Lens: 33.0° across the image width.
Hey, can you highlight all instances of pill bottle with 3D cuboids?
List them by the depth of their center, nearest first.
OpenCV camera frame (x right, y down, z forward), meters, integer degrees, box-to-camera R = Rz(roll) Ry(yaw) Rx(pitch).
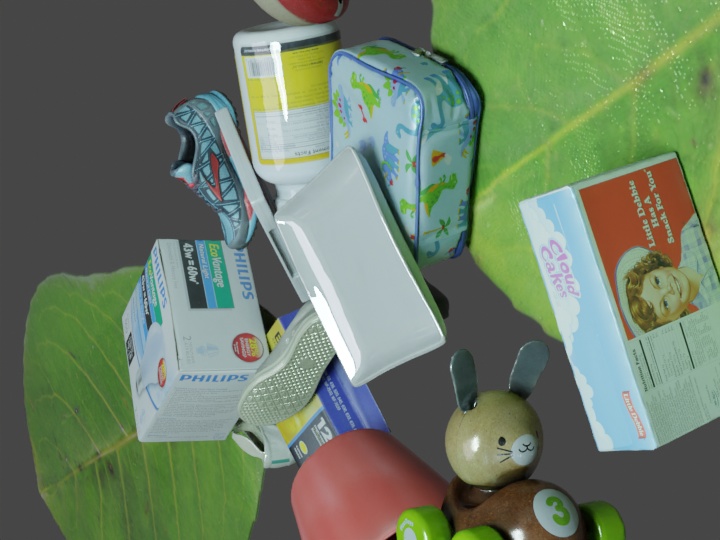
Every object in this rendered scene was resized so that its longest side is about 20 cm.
[{"bbox_3d":[-0.064,-0.157,1.266,0.112,0.112,0.200,17,120,54],"label":"pill bottle"}]

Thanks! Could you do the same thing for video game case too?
[{"bbox_3d":[-0.106,-0.070,1.361,0.200,0.017,0.143,67,179,-55],"label":"video game case"}]

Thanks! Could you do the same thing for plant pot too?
[{"bbox_3d":[0.023,0.278,1.308,0.177,0.200,0.201,-129,35,-49],"label":"plant pot"}]

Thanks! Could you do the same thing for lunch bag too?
[{"bbox_3d":[0.035,-0.113,1.158,0.161,0.082,0.200,34,133,45],"label":"lunch bag"}]

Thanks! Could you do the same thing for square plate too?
[{"bbox_3d":[0.000,0.000,1.175,0.200,0.028,0.198,65,150,6],"label":"square plate"}]

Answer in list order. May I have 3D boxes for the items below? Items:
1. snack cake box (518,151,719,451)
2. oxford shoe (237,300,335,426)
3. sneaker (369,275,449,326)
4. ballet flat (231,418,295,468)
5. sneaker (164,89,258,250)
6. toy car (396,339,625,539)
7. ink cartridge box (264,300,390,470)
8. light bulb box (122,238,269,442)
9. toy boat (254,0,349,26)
[{"bbox_3d":[0.208,0.023,0.915,0.067,0.115,0.200,-17,91,60],"label":"snack cake box"},{"bbox_3d":[-0.080,0.110,1.437,0.200,0.075,0.058,-54,26,29],"label":"oxford shoe"},{"bbox_3d":[0.018,0.002,1.263,0.200,0.076,0.091,24,119,49],"label":"sneaker"},{"bbox_3d":[-0.156,0.202,1.660,0.200,0.069,0.070,40,137,43],"label":"ballet flat"},{"bbox_3d":[-0.193,-0.117,1.515,0.079,0.095,0.200,-3,103,59],"label":"sneaker"},{"bbox_3d":[0.133,0.166,1.093,0.158,0.164,0.201,6,98,58],"label":"toy car"},{"bbox_3d":[-0.058,0.155,1.496,0.198,0.047,0.200,62,150,17],"label":"ink cartridge box"},{"bbox_3d":[-0.218,0.093,1.583,0.200,0.125,0.199,124,139,-49],"label":"light bulb box"},{"bbox_3d":[-0.047,-0.337,1.157,0.130,0.130,0.200,-8,96,28],"label":"toy boat"}]
